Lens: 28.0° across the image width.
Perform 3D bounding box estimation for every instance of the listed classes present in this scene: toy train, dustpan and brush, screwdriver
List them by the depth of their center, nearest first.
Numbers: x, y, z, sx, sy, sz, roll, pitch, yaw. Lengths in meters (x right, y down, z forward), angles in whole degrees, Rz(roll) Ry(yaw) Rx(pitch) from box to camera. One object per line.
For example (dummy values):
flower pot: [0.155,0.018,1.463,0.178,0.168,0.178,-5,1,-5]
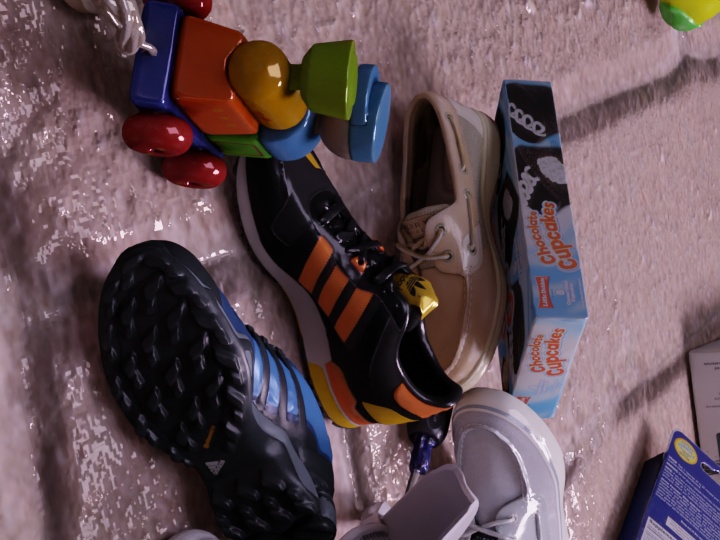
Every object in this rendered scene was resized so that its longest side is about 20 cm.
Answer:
toy train: [-0.053,-0.095,0.683,0.200,0.116,0.085,51,44,-78]
dustpan and brush: [0.010,0.154,0.800,0.057,0.140,0.200,44,2,13]
screwdriver: [0.033,0.143,0.913,0.029,0.028,0.200,42,48,-35]

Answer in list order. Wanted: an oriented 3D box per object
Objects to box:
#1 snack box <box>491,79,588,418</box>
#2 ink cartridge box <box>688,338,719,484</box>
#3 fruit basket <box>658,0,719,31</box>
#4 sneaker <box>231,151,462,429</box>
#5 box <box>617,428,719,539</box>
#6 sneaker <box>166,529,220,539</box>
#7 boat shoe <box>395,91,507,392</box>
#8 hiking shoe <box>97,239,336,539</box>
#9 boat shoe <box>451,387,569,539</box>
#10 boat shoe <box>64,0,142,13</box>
snack box: [0.112,-0.015,0.962,0.116,0.037,0.200,96,-7,-52]
ink cartridge box: [0.400,0.166,1.438,0.147,0.083,0.200,-12,96,-57]
fruit basket: [0.301,-0.335,1.356,0.216,0.155,0.216,-57,172,-12]
sneaker: [0.000,0.000,0.831,0.070,0.090,0.200,-48,125,-50]
box: [0.279,0.243,1.236,0.121,0.032,0.200,42,46,-9]
sneaker: [-0.081,0.215,0.679,0.074,0.080,0.200,48,48,-45]
boat shoe: [0.051,-0.020,0.940,0.065,0.072,0.200,22,65,-43]
hiking shoe: [-0.072,0.059,0.743,0.087,0.074,0.200,-84,154,-56]
boat shoe: [0.098,0.167,0.963,0.072,0.070,0.201,-59,143,-41]
boat shoe: [-0.082,-0.181,0.757,0.200,0.065,0.072,-34,113,-54]
